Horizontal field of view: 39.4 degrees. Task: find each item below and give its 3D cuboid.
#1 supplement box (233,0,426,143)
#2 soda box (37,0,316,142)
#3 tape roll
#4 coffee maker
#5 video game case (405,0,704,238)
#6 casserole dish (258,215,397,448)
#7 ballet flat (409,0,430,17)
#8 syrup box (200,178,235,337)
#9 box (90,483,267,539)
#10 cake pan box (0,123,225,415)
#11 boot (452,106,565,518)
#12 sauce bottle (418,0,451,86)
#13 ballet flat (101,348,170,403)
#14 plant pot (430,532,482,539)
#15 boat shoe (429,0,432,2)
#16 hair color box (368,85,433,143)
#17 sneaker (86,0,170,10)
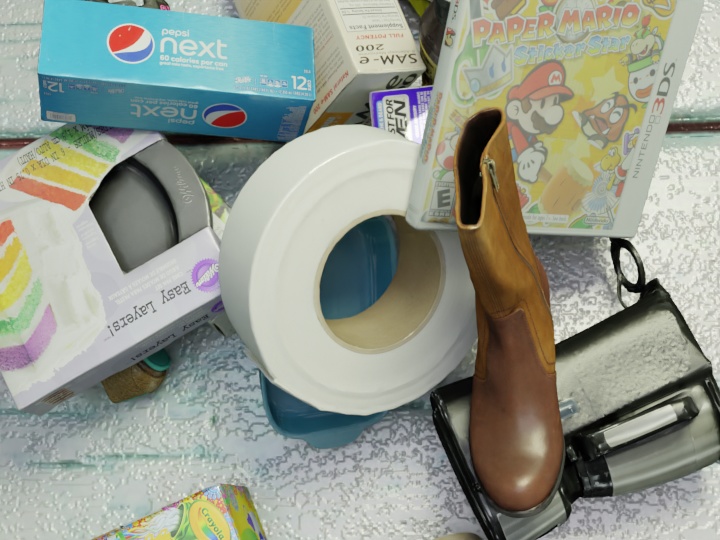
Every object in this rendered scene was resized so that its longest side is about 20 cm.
[{"bbox_3d":[-0.037,-0.219,0.844,0.073,0.126,0.202,-12,75,-35],"label":"supplement box"},{"bbox_3d":[-0.136,-0.148,0.753,0.197,0.064,0.069,4,66,-14],"label":"soda box"},{"bbox_3d":[0.000,0.000,0.732,0.200,0.071,0.205,-9,111,-25],"label":"tape roll"},{"bbox_3d":[0.155,0.099,0.780,0.198,0.135,0.193,-22,52,-2],"label":"coffee maker"},{"bbox_3d":[0.137,-0.113,0.701,0.198,0.023,0.184,1,112,-27],"label":"video game case"},{"bbox_3d":[-0.030,0.039,0.798,0.120,0.039,0.203,-6,101,-25],"label":"casserole dish"},{"bbox_3d":[0.044,-0.279,0.888,0.067,0.067,0.200,-41,78,-7],"label":"ballet flat"},{"bbox_3d":[-0.158,-0.043,0.843,0.200,0.079,0.082,42,83,11],"label":"syrup box"},{"bbox_3d":[-0.144,0.291,0.746,0.191,0.122,0.202,-23,76,-1],"label":"box"},{"bbox_3d":[-0.207,-0.017,0.775,0.199,0.052,0.186,-28,80,-3],"label":"cake pan box"},{"bbox_3d":[0.093,0.031,0.633,0.068,0.201,0.190,3,54,18],"label":"boot"},{"bbox_3d":[0.078,-0.183,0.797,0.065,0.200,0.067,-1,75,4],"label":"sauce bottle"},{"bbox_3d":[-0.238,0.027,0.848,0.072,0.068,0.201,-39,81,14],"label":"ballet flat"},{"bbox_3d":[0.069,0.291,0.711,0.198,0.200,0.175,-24,62,-2],"label":"plant pot"},{"bbox_3d":[0.045,-0.296,0.827,0.071,0.060,0.201,-33,75,-6],"label":"boat shoe"},{"bbox_3d":[0.109,-0.108,0.824,0.197,0.109,0.066,-4,77,3],"label":"hair color box"},{"bbox_3d":[-0.180,-0.196,0.880,0.199,0.077,0.084,30,85,8],"label":"sneaker"}]
